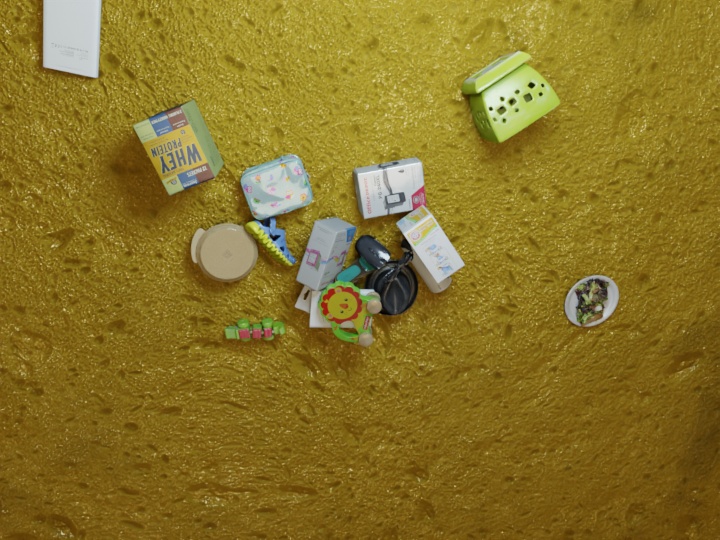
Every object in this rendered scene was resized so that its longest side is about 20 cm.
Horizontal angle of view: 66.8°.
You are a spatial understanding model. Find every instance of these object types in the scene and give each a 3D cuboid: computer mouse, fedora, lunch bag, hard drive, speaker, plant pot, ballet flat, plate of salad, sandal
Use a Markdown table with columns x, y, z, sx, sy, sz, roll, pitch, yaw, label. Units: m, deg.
| x | y | z | sx | sy | sz | roll | pitch | yaw | label |
| --- | --- | --- | --- | --- | --- | --- | --- | --- | --- |
| 0.069 | -0.067 | 1.682 | 0.140 | 0.200 | 0.046 | -44 | 148 | 6 | computer mouse |
| 0.109 | 0.071 | 1.786 | 0.200 | 0.092 | 0.201 | -3 | 113 | -7 | fedora |
| -0.246 | -0.252 | 1.620 | 0.200 | 0.077 | 0.161 | -18 | 112 | 0 | lunch bag |
| -0.061 | 0.122 | 1.747 | 0.200 | 0.026 | 0.132 | 1 | 114 | -10 | hard drive |
| -0.753 | -0.622 | 1.424 | 0.132 | 0.026 | 0.200 | 9 | 110 | -11 | hard drive |
| 0.212 | -0.025 | 1.768 | 0.081 | 0.081 | 0.200 | -34 | 111 | 7 | speaker |
| 0.409 | -0.497 | 1.543 | 0.200 | 0.199 | 0.182 | -32 | 106 | 7 | plant pot |
| 0.000 | 0.000 | 1.748 | 0.200 | 0.072 | 0.068 | -35 | 78 | -21 | ballet flat |
| 0.818 | 0.113 | 1.919 | 0.200 | 0.048 | 0.200 | -2 | 112 | -5 | plate of salad |
| -0.260 | -0.095 | 1.686 | 0.087 | 0.079 | 0.200 | -50 | 124 | -21 | sandal |

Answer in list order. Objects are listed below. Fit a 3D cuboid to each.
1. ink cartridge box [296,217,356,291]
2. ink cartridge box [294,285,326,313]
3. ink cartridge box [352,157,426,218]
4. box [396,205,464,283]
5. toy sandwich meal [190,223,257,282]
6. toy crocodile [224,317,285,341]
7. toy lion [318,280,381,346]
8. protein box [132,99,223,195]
| x | y | z | sx | sy | sz | roll | pitch | yaw | label |
| --- | --- | --- | --- | --- | --- | --- | --- | --- | --- |
| -0.104 | -0.051 | 1.673 | 0.085 | 0.144 | 0.200 | 28 | 110 | 18 | ink cartridge box |
| -0.104 | 0.094 | 1.783 | 0.200 | 0.067 | 0.116 | 22 | 108 | -16 | ink cartridge box |
| 0.088 | -0.249 | 1.658 | 0.200 | 0.083 | 0.146 | -12 | 114 | -4 | ink cartridge box |
| 0.209 | -0.081 | 1.643 | 0.101 | 0.113 | 0.200 | -35 | 113 | 6 | box |
| -0.420 | -0.058 | 1.686 | 0.205 | 0.070 | 0.206 | -5 | 108 | -16 | toy sandwich meal |
| -0.347 | 0.200 | 1.799 | 0.200 | 0.062 | 0.068 | -2 | 112 | -6 | toy crocodile |
| -0.040 | 0.131 | 1.707 | 0.191 | 0.069 | 0.200 | 9 | 116 | -7 | toy lion |
| -0.486 | -0.339 | 1.486 | 0.135 | 0.200 | 0.199 | -21 | 113 | 1 | protein box |
